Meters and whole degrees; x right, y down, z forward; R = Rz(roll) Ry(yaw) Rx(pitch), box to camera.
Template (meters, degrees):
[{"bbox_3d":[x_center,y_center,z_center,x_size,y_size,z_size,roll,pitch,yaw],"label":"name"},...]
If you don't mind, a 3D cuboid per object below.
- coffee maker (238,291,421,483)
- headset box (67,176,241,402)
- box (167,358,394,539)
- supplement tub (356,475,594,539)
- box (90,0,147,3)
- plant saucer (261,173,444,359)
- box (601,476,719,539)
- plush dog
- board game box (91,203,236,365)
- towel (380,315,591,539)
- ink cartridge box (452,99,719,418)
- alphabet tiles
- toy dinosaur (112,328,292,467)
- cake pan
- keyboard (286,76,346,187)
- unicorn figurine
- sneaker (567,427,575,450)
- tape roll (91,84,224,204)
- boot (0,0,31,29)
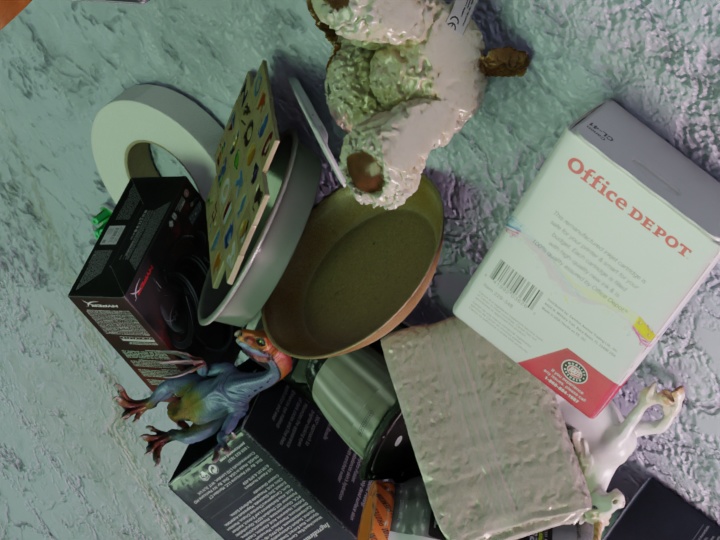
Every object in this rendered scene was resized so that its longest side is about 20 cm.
[{"bbox_3d":[0.006,0.100,1.439,0.200,0.135,0.192,42,180,32],"label":"coffee maker"},{"bbox_3d":[-0.180,0.028,1.495,0.077,0.149,0.200,0,141,33],"label":"headset box"},{"bbox_3d":[-0.063,0.199,1.521,0.117,0.197,0.200,-39,103,27],"label":"box"},{"bbox_3d":[0.099,0.252,1.343,0.199,0.123,0.123,11,141,-6],"label":"supplement tub"},{"bbox_3d":[-0.194,-0.339,1.223,0.107,0.148,0.201,11,131,38],"label":"box"},{"bbox_3d":[0.000,0.000,1.336,0.200,0.201,0.035,1,148,45],"label":"plant saucer"},{"bbox_3d":[0.297,0.315,1.384,0.200,0.107,0.149,36,143,14],"label":"box"},{"bbox_3d":[0.027,-0.156,1.221,0.172,0.160,0.201,4,105,63],"label":"plush dog"},{"bbox_3d":[-0.226,0.044,1.731,0.200,0.026,0.200,30,141,22],"label":"board game box"},{"bbox_3d":[0.106,0.131,1.279,0.034,0.132,0.201,47,-154,-79],"label":"towel"},{"bbox_3d":[0.185,-0.007,1.177,0.147,0.086,0.200,39,126,11],"label":"ink cartridge box"},{"bbox_3d":[-0.108,-0.087,1.361,0.006,0.200,0.167,13,125,-19],"label":"alphabet tiles"},{"bbox_3d":[-0.137,0.103,1.410,0.181,0.200,0.105,-25,97,13],"label":"toy dinosaur"},{"bbox_3d":[-0.091,-0.035,1.396,0.037,0.201,0.200,25,147,-14],"label":"cake pan"},{"bbox_3d":[-0.039,-0.122,1.298,0.200,0.011,0.056,-115,3,-69],"label":"keyboard"},{"bbox_3d":[0.205,0.129,1.303,0.137,0.074,0.200,-43,71,28],"label":"unicorn figurine"},{"bbox_3d":[0.148,0.189,1.417,0.115,0.076,0.200,17,132,-5],"label":"sneaker"},{"bbox_3d":[-0.191,-0.096,1.554,0.202,0.037,0.203,26,139,25],"label":"tape roll"},{"bbox_3d":[-0.280,-0.328,1.290,0.068,0.200,0.189,25,139,28],"label":"boot"}]
